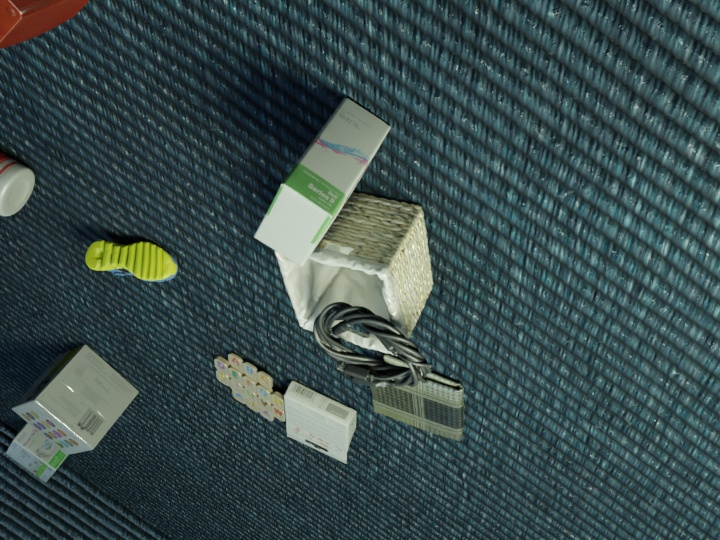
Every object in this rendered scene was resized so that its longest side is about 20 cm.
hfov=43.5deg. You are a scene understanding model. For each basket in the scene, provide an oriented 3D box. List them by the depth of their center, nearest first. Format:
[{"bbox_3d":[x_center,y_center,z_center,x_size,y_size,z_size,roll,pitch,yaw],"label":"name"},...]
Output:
[{"bbox_3d":[0.000,0.000,1.433,0.198,0.161,0.200,14,140,25],"label":"basket"}]

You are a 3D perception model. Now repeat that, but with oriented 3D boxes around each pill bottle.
[{"bbox_3d":[-0.779,-0.203,1.842,0.200,0.112,0.112,29,145,6],"label":"pill bottle"}]

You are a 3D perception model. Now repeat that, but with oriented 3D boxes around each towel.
[{"bbox_3d":[0.109,0.246,1.758,0.200,0.035,0.193,16,144,19],"label":"towel"}]

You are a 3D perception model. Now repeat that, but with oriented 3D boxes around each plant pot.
[{"bbox_3d":[-0.501,-0.437,1.295,0.200,0.176,0.200,-18,121,47],"label":"plant pot"}]

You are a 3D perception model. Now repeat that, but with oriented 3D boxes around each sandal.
[{"bbox_3d":[-0.460,-0.018,1.859,0.200,0.080,0.087,12,171,20],"label":"sandal"}]

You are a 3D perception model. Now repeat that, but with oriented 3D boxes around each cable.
[{"bbox_3d":[0.022,0.116,1.384,0.200,0.051,0.163,9,134,36],"label":"cable"}]

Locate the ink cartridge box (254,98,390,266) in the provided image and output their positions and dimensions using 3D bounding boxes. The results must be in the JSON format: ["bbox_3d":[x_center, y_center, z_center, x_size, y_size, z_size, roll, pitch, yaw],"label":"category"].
[{"bbox_3d":[-0.053,-0.127,1.292,0.087,0.200,0.145,32,144,-3],"label":"ink cartridge box"}]

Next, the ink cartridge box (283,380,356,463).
[{"bbox_3d":[-0.089,0.340,2.010,0.161,0.050,0.200,23,148,14],"label":"ink cartridge box"}]

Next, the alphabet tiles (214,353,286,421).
[{"bbox_3d":[-0.249,0.269,2.054,0.200,0.015,0.196,29,145,17],"label":"alphabet tiles"}]

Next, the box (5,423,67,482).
[{"bbox_3d":[-1.097,0.617,3.072,0.176,0.097,0.200,39,145,-6],"label":"box"}]

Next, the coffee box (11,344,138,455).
[{"bbox_3d":[-0.756,0.345,2.395,0.200,0.200,0.198,47,143,-18],"label":"coffee box"}]
